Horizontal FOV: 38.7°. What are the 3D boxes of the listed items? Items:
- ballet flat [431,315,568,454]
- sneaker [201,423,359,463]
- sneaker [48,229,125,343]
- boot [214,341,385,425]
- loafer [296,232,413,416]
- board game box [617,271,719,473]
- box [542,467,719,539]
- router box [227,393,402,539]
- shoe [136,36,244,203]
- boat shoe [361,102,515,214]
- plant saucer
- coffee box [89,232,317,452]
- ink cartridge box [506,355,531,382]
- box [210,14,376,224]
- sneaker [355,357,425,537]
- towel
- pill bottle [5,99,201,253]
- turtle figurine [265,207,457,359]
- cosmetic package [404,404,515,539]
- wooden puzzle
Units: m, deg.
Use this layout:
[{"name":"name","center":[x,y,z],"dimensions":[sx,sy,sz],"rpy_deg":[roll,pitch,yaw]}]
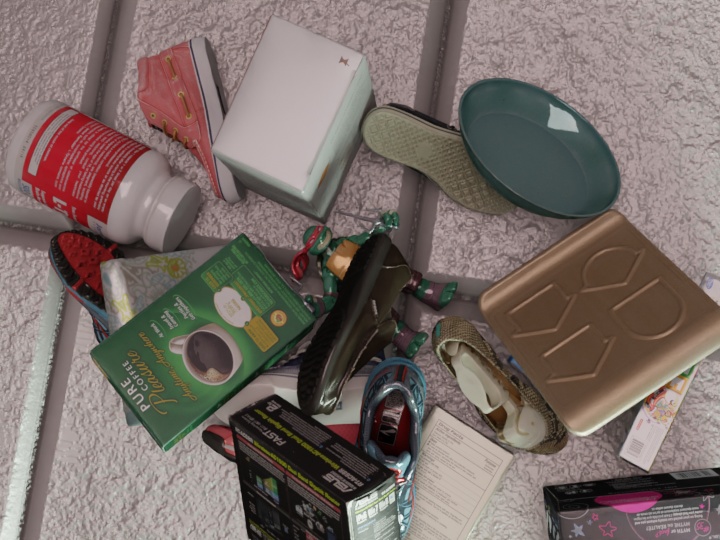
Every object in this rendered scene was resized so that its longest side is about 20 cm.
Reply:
[{"name":"ballet flat","center":[0.143,0.136,1.084],"dimensions":[0.068,0.075,0.200],"rpy_deg":[-39,99,22]},{"name":"sneaker","center":[-0.074,0.182,1.131],"dimensions":[0.197,0.074,0.088],"rpy_deg":[11,75,-1]},{"name":"sneaker","center":[-0.282,0.047,1.140],"dimensions":[0.200,0.079,0.095],"rpy_deg":[48,133,1]},{"name":"boot","center":[-0.063,0.118,1.103],"dimensions":[0.197,0.091,0.074],"rpy_deg":[2,127,-13]},{"name":"loafer","center":[0.003,0.060,1.022],"dimensions":[0.071,0.073,0.202],"rpy_deg":[32,71,-17]},{"name":"board game box","center":[0.327,0.111,1.061],"dimensions":[0.034,0.134,0.202],"rpy_deg":[26,87,19]},{"name":"box","center":[0.297,0.279,1.048],"dimensions":[0.196,0.132,0.117],"rpy_deg":[-6,89,4]},{"name":"router box","center":[-0.044,0.228,0.991],"dimensions":[0.062,0.199,0.152],"rpy_deg":[-23,120,-33]},{"name":"shoe","center":[-0.195,-0.163,1.171],"dimensions":[0.090,0.072,0.203],"rpy_deg":[-16,78,4]},{"name":"boat shoe","center":[0.093,-0.129,1.141],"dimensions":[0.198,0.062,0.075],"rpy_deg":[26,113,-8]},{"name":"plant saucer","center":[0.186,-0.124,1.103],"dimensions":[0.197,0.036,0.202],"rpy_deg":[15,47,-17]},{"name":"coffee box","center":[-0.156,0.070,1.025],"dimensions":[0.199,0.044,0.123],"rpy_deg":[-40,82,-18]},{"name":"ink cartridge box","center":[0.263,0.054,1.107],"dimensions":[0.115,0.067,0.201],"rpy_deg":[37,88,8]},{"name":"box","center":[-0.063,-0.153,1.090],"dimensions":[0.105,0.200,0.154],"rpy_deg":[24,86,7]},{"name":"sneaker","center":[0.019,0.191,1.015],"dimensions":[0.078,0.096,0.204],"rpy_deg":[5,93,3]},{"name":"towel","center":[-0.174,0.064,1.104],"dimensions":[0.198,0.048,0.174],"rpy_deg":[-9,83,-37]},{"name":"pill bottle","center":[-0.284,-0.100,1.147],"dimensions":[0.198,0.112,0.114],"rpy_deg":[27,87,7]},{"name":"turtle figurine","center":[0.000,0.000,1.121],"dimensions":[0.199,0.101,0.151],"rpy_deg":[35,95,-5]},{"name":"cosmetic package","center":[0.072,0.256,1.100],"dimensions":[0.103,0.073,0.202],"rpy_deg":[32,87,8]},{"name":"wooden puzzle","center":[0.239,0.051,1.023],"dimensions":[0.184,0.046,0.201],"rpy_deg":[-33,46,0]}]
